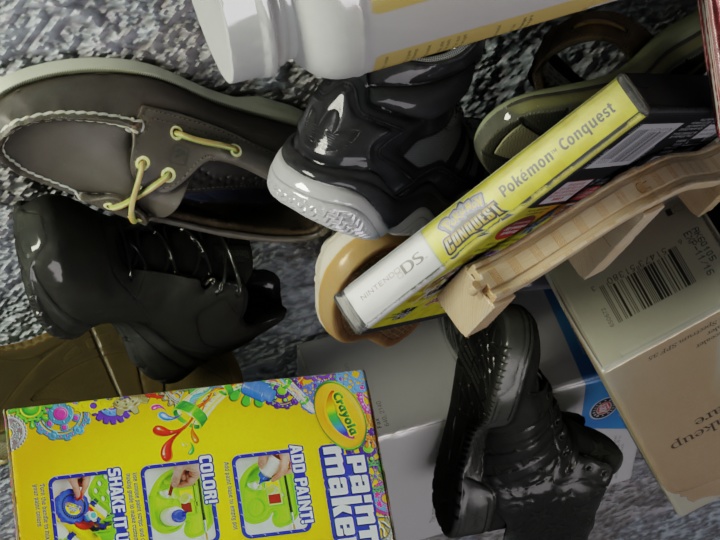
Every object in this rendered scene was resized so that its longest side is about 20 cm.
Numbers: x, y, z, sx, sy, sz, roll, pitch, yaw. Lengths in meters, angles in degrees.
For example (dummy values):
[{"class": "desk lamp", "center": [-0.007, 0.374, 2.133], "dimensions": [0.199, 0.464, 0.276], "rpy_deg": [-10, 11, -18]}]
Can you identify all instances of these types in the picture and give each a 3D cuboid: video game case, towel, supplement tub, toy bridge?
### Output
[{"class": "video game case", "center": [0.097, -0.036, 1.244], "dimensions": [0.181, 0.026, 0.200], "rpy_deg": [-38, 169, 21]}, {"class": "towel", "center": [0.162, -0.127, 1.114], "dimensions": [0.023, 0.144, 0.200], "rpy_deg": [-7, -179, 7]}, {"class": "supplement tub", "center": [0.024, -0.163, 1.038], "dimensions": [0.200, 0.145, 0.145], "rpy_deg": [-16, 149, -8]}, {"class": "toy bridge", "center": [0.123, -0.024, 1.228], "dimensions": [0.200, 0.027, 0.067], "rpy_deg": [-26, 164, -39]}]

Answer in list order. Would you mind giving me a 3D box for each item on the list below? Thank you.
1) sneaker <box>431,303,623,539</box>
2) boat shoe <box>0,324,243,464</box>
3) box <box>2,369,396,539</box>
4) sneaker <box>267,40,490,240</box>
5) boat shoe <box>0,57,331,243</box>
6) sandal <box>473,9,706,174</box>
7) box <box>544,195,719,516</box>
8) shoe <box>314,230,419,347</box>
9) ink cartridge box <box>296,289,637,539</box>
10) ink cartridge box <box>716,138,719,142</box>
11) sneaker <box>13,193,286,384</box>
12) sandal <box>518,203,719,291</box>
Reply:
[{"class": "sneaker", "center": [0.103, 0.096, 1.429], "dimensions": [0.104, 0.060, 0.200], "rpy_deg": [-2, 130, -18]}, {"class": "boat shoe", "center": [-0.166, 0.074, 1.377], "dimensions": [0.201, 0.073, 0.063], "rpy_deg": [-9, 157, -16]}, {"class": "box", "center": [-0.088, 0.158, 1.357], "dimensions": [0.193, 0.122, 0.200], "rpy_deg": [-7, 152, -7]}, {"class": "sneaker", "center": [0.036, -0.082, 1.239], "dimensions": [0.200, 0.075, 0.114], "rpy_deg": [-13, 130, -60]}, {"class": "boat shoe", "center": [-0.095, -0.054, 1.221], "dimensions": [0.201, 0.061, 0.072], "rpy_deg": [7, 140, -39]}, {"class": "sandal", "center": [0.120, -0.101, 1.259], "dimensions": [0.201, 0.057, 0.080], "rpy_deg": [-31, 169, -43]}, {"class": "box", "center": [0.179, 0.049, 1.387], "dimensions": [0.095, 0.078, 0.200], "rpy_deg": [-30, 146, 4]}, {"class": "shoe", "center": [0.000, 0.000, 1.317], "dimensions": [0.070, 0.053, 0.200], "rpy_deg": [-44, 168, -1]}, {"class": "ink cartridge box", "center": [0.067, 0.088, 1.522], "dimensions": [0.200, 0.086, 0.146], "rpy_deg": [-14, 148, -10]}, {"class": "ink cartridge box", "center": [0.308, -0.095, 1.382], "dimensions": [0.200, 0.083, 0.147], "rpy_deg": [-15, 149, -11]}, {"class": "sneaker", "center": [-0.107, -0.002, 1.279], "dimensions": [0.091, 0.076, 0.200], "rpy_deg": [-20, 160, 19]}, {"class": "sandal", "center": [0.139, -0.023, 1.411], "dimensions": [0.200, 0.076, 0.043], "rpy_deg": [-8, 121, -22]}]
